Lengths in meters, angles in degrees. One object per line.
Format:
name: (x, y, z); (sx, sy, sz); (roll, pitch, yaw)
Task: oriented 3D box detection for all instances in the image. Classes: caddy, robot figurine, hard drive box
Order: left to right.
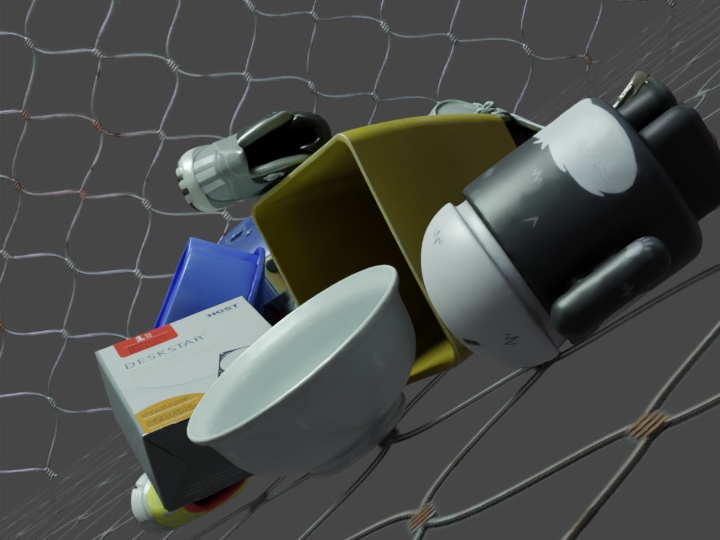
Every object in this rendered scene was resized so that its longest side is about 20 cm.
hard drive box: (-0.137, 0.112, 1.152); (0.155, 0.077, 0.200); (-21, 23, -17)
caddy: (-0.155, 0.063, 1.325); (0.141, 0.104, 0.202); (-126, 57, -76)
robot figurine: (0.134, -0.025, 0.813); (0.199, 0.125, 0.150); (-37, -13, 5)

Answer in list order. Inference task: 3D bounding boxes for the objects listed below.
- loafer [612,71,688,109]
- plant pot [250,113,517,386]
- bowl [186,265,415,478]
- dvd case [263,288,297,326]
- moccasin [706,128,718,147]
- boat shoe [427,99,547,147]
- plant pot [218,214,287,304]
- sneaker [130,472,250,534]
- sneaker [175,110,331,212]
loafer: (0.208, -0.094, 1.172); (0.200, 0.063, 0.072); (-45, -10, 19)
plant pot: (0.053, -0.027, 1.112); (0.176, 0.201, 0.200); (-27, -1, -31)
bowl: (-0.028, 0.093, 0.984); (0.200, 0.091, 0.201); (-36, 12, 9)
dvd case: (-0.077, 0.093, 1.313); (0.022, 0.147, 0.199); (18, -35, -36)
moccasin: (0.230, -0.095, 1.023); (0.074, 0.078, 0.201); (-37, -2, 33)
boat shoe: (0.152, -0.125, 1.266); (0.074, 0.201, 0.065); (-40, -33, -30)
plant pot: (-0.036, -0.003, 1.537); (0.199, 0.201, 0.180); (-36, 10, -2)
sneaker: (-0.119, 0.169, 1.199); (0.090, 0.078, 0.200); (-20, 22, 51)
sneaker: (-0.060, -0.108, 1.139); (0.115, 0.076, 0.200); (-20, 7, 40)
